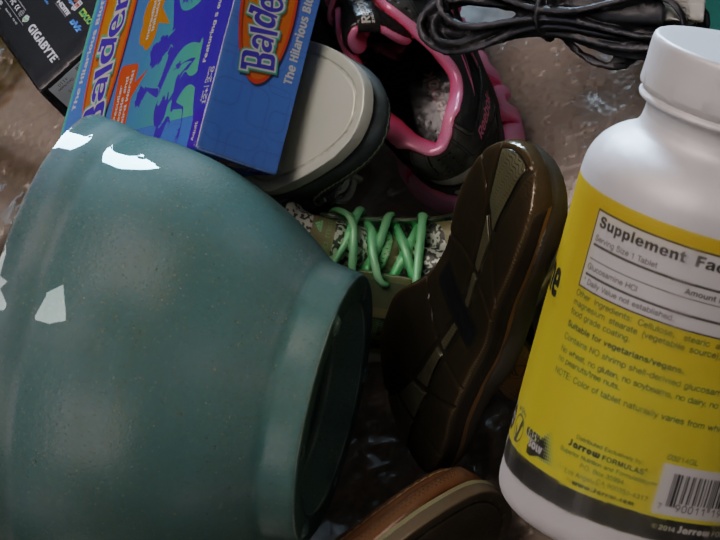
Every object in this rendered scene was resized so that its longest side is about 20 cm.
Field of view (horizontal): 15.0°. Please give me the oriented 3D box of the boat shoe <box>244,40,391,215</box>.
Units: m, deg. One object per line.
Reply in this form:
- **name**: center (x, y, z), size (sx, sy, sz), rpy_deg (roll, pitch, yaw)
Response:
- **boat shoe**: center (-0.030, -0.059, 1.292), size (0.200, 0.062, 0.073), rpy_deg (-15, 62, 60)

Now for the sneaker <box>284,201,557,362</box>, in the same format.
- **sneaker**: center (0.000, 0.000, 1.259), size (0.199, 0.089, 0.077), rpy_deg (-16, 54, 28)

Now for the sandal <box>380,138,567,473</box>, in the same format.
- **sandal**: center (0.057, 0.018, 1.177), size (0.200, 0.054, 0.082), rpy_deg (113, 147, -45)

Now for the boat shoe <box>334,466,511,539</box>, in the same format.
- **boat shoe**: center (-0.024, 0.149, 1.190), size (0.200, 0.072, 0.068), rpy_deg (-43, 47, 4)

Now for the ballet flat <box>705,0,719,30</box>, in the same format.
- **ballet flat**: center (0.137, -0.159, 1.293), size (0.071, 0.072, 0.201), rpy_deg (-25, 48, 21)

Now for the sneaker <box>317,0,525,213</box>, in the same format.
- **sneaker**: center (0.010, -0.124, 1.286), size (0.079, 0.095, 0.201), rpy_deg (-32, 73, 14)

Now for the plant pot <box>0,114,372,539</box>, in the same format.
- **plant pot**: center (-0.072, 0.046, 1.177), size (0.133, 0.201, 0.201), rpy_deg (13, 67, 11)

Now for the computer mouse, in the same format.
- **computer mouse**: center (0.108, -0.185, 1.235), size (0.138, 0.053, 0.201), rpy_deg (4, 56, 26)

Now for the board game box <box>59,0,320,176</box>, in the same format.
- **board game box**: center (-0.078, -0.119, 1.300), size (0.200, 0.045, 0.153), rpy_deg (-3, 71, 65)

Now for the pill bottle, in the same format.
- **pill bottle**: center (0.131, 0.011, 1.087), size (0.112, 0.112, 0.201), rpy_deg (30, 111, 44)

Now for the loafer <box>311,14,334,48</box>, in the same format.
- **loafer**: center (0.018, -0.155, 1.363), size (0.200, 0.073, 0.072), rpy_deg (-41, 50, 8)

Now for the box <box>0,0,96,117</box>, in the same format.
- **box**: center (-0.131, -0.205, 1.516), size (0.198, 0.050, 0.200), rpy_deg (-41, 47, 2)
